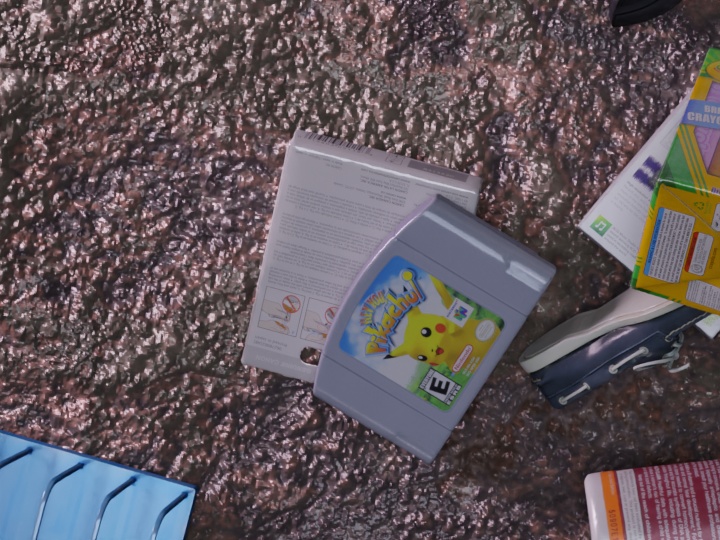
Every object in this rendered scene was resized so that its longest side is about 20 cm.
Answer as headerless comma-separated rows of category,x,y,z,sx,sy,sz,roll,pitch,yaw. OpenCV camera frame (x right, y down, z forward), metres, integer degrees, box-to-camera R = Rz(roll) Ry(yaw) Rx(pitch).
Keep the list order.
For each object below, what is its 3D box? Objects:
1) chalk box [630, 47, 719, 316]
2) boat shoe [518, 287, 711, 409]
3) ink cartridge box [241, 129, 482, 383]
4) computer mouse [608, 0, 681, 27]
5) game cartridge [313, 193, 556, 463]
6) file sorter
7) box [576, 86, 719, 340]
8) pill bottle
chalk box,0.293,-0.076,1.348,0.124,0.125,0.200,17,49,12
boat shoe,0.218,0.052,1.424,0.200,0.075,0.062,-30,102,27
ink cartridge box,0.000,0.000,1.489,0.161,0.050,0.200,15,112,5
computer mouse,0.257,-0.271,1.392,0.046,0.140,0.200,34,95,13
game cartridge,0.050,0.045,1.454,0.133,0.040,0.200,32,110,2
file sorter,-0.254,0.225,1.476,0.200,0.123,0.139,15,94,4
box,0.292,-0.065,1.453,0.144,0.036,0.200,41,97,3
pill bottle,0.282,0.206,1.425,0.200,0.114,0.114,-7,92,7
